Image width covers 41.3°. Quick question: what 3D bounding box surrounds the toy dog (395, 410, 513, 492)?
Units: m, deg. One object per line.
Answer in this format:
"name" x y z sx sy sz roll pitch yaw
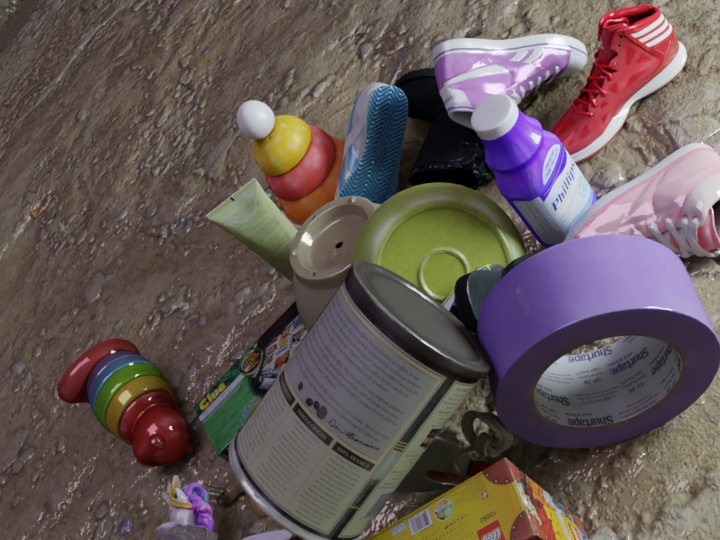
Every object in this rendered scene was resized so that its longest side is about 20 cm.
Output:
"toy dog" 0.070 0.208 0.933 0.199 0.133 0.096 -2 35 51

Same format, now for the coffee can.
"coffee can" -0.003 0.115 0.829 0.201 0.145 0.147 -54 39 13

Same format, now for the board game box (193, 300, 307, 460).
"board game box" -0.125 0.137 1.221 0.200 0.023 0.105 -45 43 3

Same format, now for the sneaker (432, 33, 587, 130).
"sneaker" 0.187 -0.217 1.149 0.197 0.073 0.116 -7 73 -12

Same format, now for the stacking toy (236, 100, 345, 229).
"stacking toy" -0.097 -0.162 1.291 0.145 0.200 0.148 -23 46 26

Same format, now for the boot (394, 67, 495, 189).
"boot" 0.102 -0.178 1.230 0.196 0.073 0.164 2 61 37

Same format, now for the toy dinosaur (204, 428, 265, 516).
"toy dinosaur" -0.105 0.235 1.118 0.198 0.058 0.103 -16 64 42

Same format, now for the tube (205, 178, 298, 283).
"tube" -0.103 -0.037 1.200 0.051 0.200 0.059 8 65 41

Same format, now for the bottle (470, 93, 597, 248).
"bottle" 0.182 -0.103 1.001 0.065 0.200 0.084 5 61 43

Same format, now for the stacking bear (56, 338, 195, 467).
"stacking bear" -0.297 0.187 1.275 0.199 0.121 0.114 36 92 40

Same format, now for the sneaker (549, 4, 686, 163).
"sneaker" 0.267 -0.220 1.081 0.200 0.115 0.078 -45 41 3

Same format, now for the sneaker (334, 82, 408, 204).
"sneaker" 0.010 -0.145 1.257 0.081 0.076 0.203 -138 63 -67

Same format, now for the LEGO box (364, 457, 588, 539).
"LEGO box" 0.090 0.268 0.835 0.199 0.149 0.078 -34 43 16

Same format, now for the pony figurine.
"pony figurine" -0.172 0.327 1.039 0.192 0.165 0.203 -11 67 44

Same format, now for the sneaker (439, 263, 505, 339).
"sneaker" 0.079 0.062 0.968 0.199 0.074 0.081 -39 18 -23

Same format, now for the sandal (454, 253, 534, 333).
"sandal" 0.163 0.024 0.948 0.048 0.199 0.076 -20 86 35

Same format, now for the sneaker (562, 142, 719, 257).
"sneaker" 0.294 -0.038 0.948 0.199 0.075 0.105 -38 36 6

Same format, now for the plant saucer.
"plant saucer" 0.088 0.005 1.021 0.201 0.199 0.031 -52 2 -5

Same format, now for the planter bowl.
"planter bowl" 0.000 0.000 1.116 0.198 0.135 0.202 -20 45 21

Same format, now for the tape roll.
"tape roll" 0.207 0.068 0.847 0.198 0.200 0.086 -29 43 21
